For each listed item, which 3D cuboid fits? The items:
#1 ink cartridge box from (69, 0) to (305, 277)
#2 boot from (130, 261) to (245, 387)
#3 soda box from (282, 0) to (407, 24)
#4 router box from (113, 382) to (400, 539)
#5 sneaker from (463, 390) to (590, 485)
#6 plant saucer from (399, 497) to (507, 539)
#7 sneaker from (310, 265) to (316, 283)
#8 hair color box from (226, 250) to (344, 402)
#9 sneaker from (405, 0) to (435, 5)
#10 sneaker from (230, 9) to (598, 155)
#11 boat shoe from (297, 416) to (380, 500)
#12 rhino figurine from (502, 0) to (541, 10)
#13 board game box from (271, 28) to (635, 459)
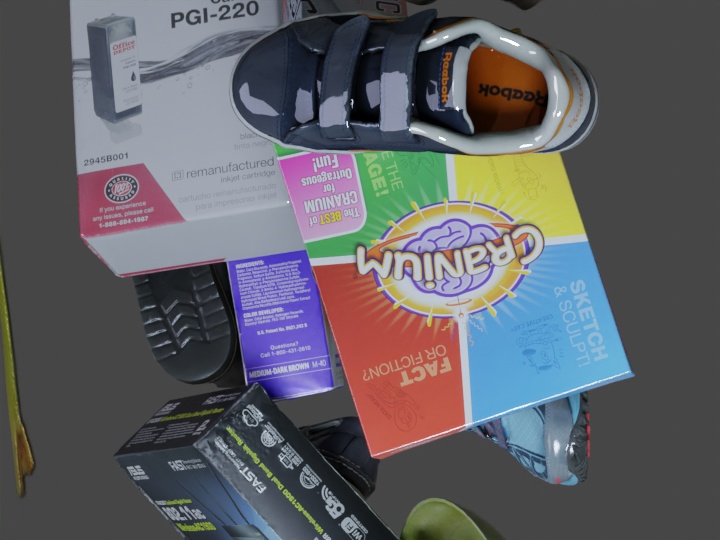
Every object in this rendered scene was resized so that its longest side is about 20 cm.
[{"bbox_3d":[-0.105,-0.111,1.749,0.085,0.145,0.200,53,-150,-66],"label":"ink cartridge box"},{"bbox_3d":[-0.122,-0.015,1.862,0.138,0.077,0.200,46,-144,-78],"label":"boot"},{"bbox_3d":[-0.009,-0.140,1.636,0.200,0.068,0.064,-94,13,-48],"label":"soda box"},{"bbox_3d":[-0.071,0.154,1.823,0.150,0.062,0.200,49,160,-9],"label":"router box"},{"bbox_3d":[0.063,0.076,1.600,0.200,0.095,0.079,-141,45,-58],"label":"sneaker"},{"bbox_3d":[0.076,0.239,1.720,0.200,0.031,0.200,170,90,-68],"label":"plant saucer"},{"bbox_3d":[0.000,0.000,1.733,0.200,0.084,0.075,134,123,-63],"label":"sneaker"},{"bbox_3d":[-0.057,-0.014,1.841,0.109,0.065,0.200,16,-117,-87],"label":"hair color box"},{"bbox_3d":[0.045,-0.177,1.454,0.200,0.067,0.090,40,148,39],"label":"sneaker"},{"bbox_3d":[0.024,-0.100,1.451,0.079,0.200,0.079,9,-97,-80],"label":"sneaker"},{"bbox_3d":[-0.028,0.141,1.921,0.063,0.073,0.200,-60,9,-16],"label":"boat shoe"},{"bbox_3d":[0.057,-0.206,1.539,0.200,0.060,0.088,37,133,54],"label":"rhino figurine"},{"bbox_3d":[0.049,-0.014,1.508,0.040,0.153,0.200,28,-136,-81],"label":"board game box"}]
